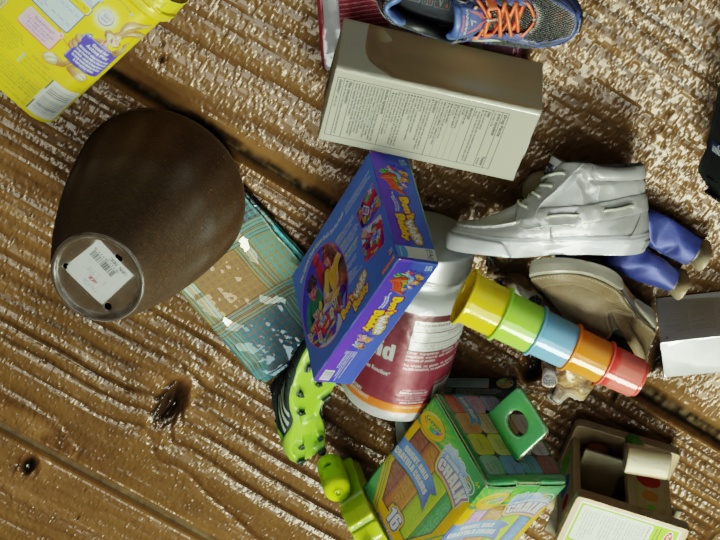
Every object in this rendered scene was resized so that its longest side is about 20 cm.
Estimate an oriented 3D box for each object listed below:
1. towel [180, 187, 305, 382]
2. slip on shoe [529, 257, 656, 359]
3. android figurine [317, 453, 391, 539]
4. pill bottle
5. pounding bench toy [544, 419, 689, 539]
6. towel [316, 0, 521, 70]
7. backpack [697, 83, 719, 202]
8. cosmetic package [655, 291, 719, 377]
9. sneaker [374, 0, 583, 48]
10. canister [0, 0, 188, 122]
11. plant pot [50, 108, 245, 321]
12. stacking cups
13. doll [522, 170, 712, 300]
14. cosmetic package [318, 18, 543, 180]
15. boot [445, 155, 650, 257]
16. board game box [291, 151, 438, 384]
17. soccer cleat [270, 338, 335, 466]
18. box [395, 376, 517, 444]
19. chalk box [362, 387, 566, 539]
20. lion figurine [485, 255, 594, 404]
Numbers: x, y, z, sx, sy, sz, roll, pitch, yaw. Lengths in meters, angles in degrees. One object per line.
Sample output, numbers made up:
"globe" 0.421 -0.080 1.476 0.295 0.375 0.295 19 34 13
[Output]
"towel" -0.114 0.020 1.639 0.146 0.022 0.200 -32 112 22
"slip on shoe" 0.236 0.044 1.535 0.076 0.061 0.200 -5 156 35
"android figurine" 0.014 0.287 1.678 0.041 0.200 0.183 -31 112 4
"pill bottle" 0.051 0.047 1.579 0.113 0.114 0.201 13 122 -1
"pounding bench toy" 0.282 0.230 1.636 0.123 0.156 0.201 17 122 -2
"towel" 0.055 -0.257 1.449 0.198 0.023 0.145 0 120 7
"backpack" 0.420 -0.134 1.386 0.153 0.200 0.192 -17 114 -18
"cosmetic package" 0.407 0.060 1.561 0.198 0.083 0.051 -6 120 12
"sneaker" 0.105 -0.234 1.397 0.198 0.079 0.076 6 121 5
"canister" -0.281 -0.253 1.457 0.200 0.087 0.148 -37 110 26
"plant pot" -0.228 -0.038 1.501 0.185 0.200 0.188 5 116 9
"stacking cups" 0.188 0.066 1.501 0.199 0.061 0.061 25 121 -9
"doll" 0.251 -0.039 1.540 0.199 0.049 0.137 29 116 -10
"cosmetic package" 0.067 -0.162 1.453 0.198 0.071 0.105 13 141 -6
"boot" 0.182 -0.065 1.484 0.198 0.074 0.096 -1 101 4
"board game box" 0.000 0.000 1.504 0.044 0.135 0.200 7 140 -26
"soccer cleat" -0.066 0.128 1.647 0.067 0.081 0.201 -19 142 -26
"box" 0.111 0.212 1.717 0.135 0.038 0.201 0 121 7
"chalk box" 0.119 0.211 1.595 0.123 0.125 0.200 6 130 -39
"lion figurine" 0.186 0.057 1.588 0.072 0.123 0.201 -29 98 12
